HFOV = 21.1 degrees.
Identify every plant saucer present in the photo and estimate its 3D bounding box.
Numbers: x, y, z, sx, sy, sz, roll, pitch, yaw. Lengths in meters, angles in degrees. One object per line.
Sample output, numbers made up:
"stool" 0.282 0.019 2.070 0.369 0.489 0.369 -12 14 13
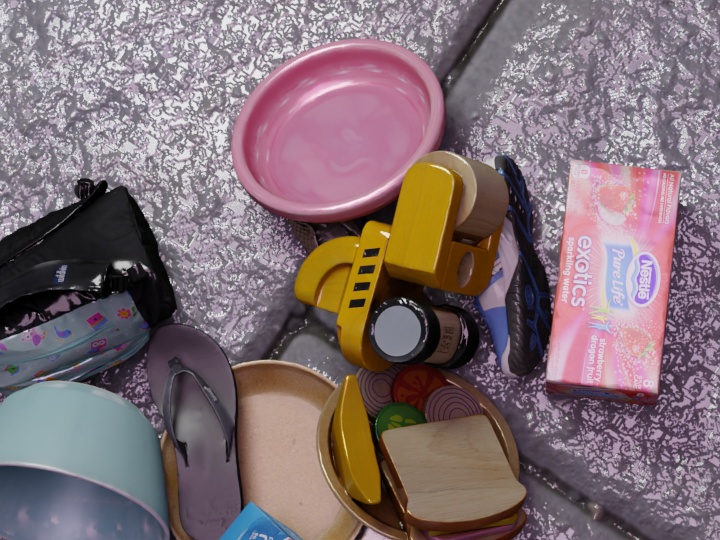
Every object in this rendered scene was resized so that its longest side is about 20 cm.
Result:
"plant saucer" -0.017 -0.119 1.753 0.200 0.051 0.201 -9 53 13
"plant saucer" -0.083 0.182 1.742 0.200 0.035 0.201 -1 80 6

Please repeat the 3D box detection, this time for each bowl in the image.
"bowl" -0.254 0.168 1.698 0.200 0.201 0.105 8 61 7

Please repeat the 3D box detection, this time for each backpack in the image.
"backpack" -0.272 0.029 1.733 0.200 0.127 0.167 -27 37 1

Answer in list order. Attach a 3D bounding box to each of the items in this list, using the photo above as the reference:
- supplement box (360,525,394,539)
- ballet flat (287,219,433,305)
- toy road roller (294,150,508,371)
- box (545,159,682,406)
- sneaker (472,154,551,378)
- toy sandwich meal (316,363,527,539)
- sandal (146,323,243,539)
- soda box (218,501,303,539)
"supplement box" 0.072 0.314 1.682 0.200 0.074 0.126 27 85 9
"ballet flat" 0.000 0.000 1.761 0.067 0.046 0.200 -38 78 -1
"toy road roller" 0.031 -0.011 1.677 0.146 0.123 0.200 17 93 25
"box" 0.224 0.013 1.711 0.102 0.095 0.200 7 80 6
"sneaker" 0.120 0.000 1.745 0.077 0.076 0.200 -13 76 24
"toy sandwich meal" 0.057 0.154 1.675 0.205 0.070 0.205 8 53 -11
"sandal" -0.142 0.139 1.715 0.076 0.043 0.201 -15 78 3
"soda box" -0.046 0.273 1.611 0.064 0.068 0.200 -51 36 -4
